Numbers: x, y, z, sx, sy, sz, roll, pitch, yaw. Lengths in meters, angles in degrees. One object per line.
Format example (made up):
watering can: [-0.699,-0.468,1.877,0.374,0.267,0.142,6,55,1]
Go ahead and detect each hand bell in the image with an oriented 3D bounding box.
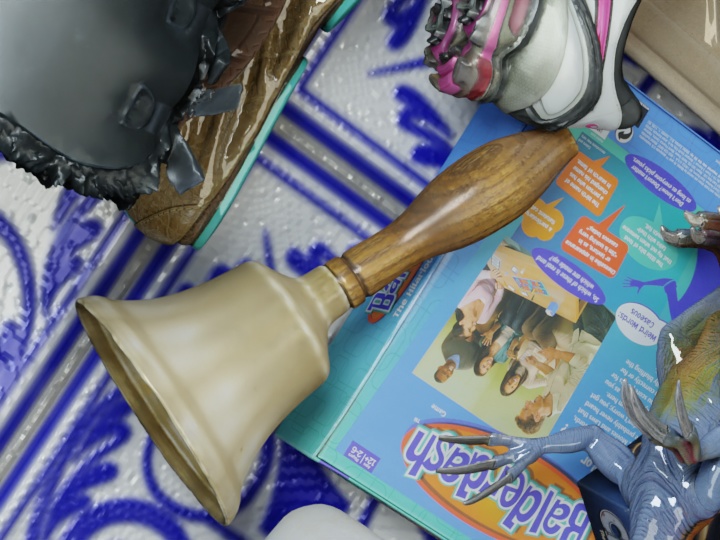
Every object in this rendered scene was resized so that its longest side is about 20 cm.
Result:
hand bell: [0.000,0.000,1.162,0.200,0.104,0.104,-34,112,-10]

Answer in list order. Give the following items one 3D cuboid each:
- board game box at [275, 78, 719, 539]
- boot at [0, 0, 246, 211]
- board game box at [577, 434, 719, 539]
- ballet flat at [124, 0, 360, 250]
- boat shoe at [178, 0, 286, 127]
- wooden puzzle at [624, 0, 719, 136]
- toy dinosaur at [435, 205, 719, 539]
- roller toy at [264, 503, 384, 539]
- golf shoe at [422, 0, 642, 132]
board game box: [0.080,0.025,1.243,0.152,0.045,0.200,35,85,-27]
boot: [-0.115,-0.126,1.004,0.198,0.073,0.163,30,87,-16]
board game box: [0.191,0.093,1.283,0.200,0.035,0.136,-34,126,-22]
ballet flat: [-0.037,-0.104,1.162,0.072,0.068,0.200,36,89,-6]
boat shoe: [-0.060,-0.122,1.105,0.075,0.075,0.203,44,71,-21]
wooden puzzle: [0.193,-0.142,1.265,0.185,0.037,0.200,38,78,-24]
toy dinosaur: [0.139,0.069,1.171,0.199,0.105,0.182,6,82,-20]
roller toy: [0.005,0.195,1.170,0.182,0.200,0.140,41,84,-14]
golf shoe: [0.091,-0.151,1.181,0.092,0.073,0.201,18,80,-17]
